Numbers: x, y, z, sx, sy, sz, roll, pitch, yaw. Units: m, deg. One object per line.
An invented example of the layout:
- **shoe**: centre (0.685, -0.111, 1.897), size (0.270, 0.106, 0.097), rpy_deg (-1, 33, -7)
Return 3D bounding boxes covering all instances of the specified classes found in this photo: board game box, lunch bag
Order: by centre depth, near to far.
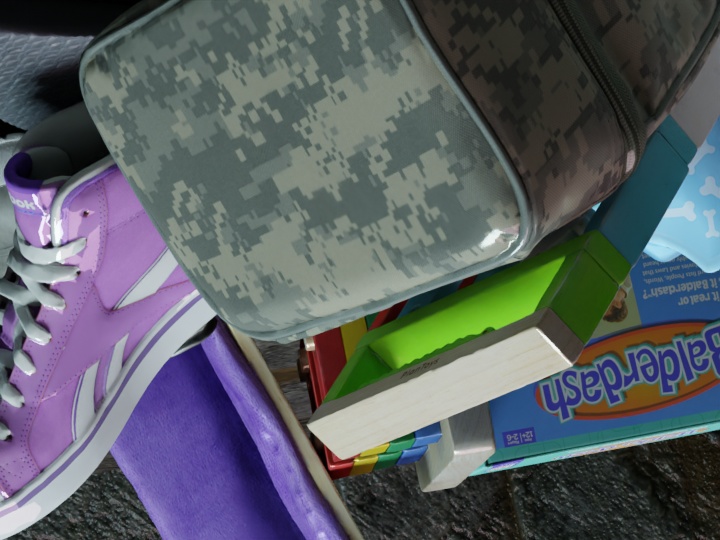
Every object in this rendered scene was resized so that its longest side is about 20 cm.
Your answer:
- **lunch bag**: centre (0.023, -0.079, 0.879), size (0.168, 0.140, 0.200), rpy_deg (-35, -173, -37)
- **board game box**: centre (0.107, -0.014, 1.196), size (0.152, 0.201, 0.045), rpy_deg (-9, 171, -11)

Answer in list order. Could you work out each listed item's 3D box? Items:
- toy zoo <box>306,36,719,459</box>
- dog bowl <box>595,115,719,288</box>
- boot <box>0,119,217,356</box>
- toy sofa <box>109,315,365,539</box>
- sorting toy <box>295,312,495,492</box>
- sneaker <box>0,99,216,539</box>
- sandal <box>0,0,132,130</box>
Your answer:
- **toy zoo**: centre (0.068, -0.024, 0.897), size (0.131, 0.020, 0.200), rpy_deg (-27, -157, 49)
- **dog bowl**: centre (0.099, -0.030, 0.963), size (0.200, 0.050, 0.112), rpy_deg (-34, -161, 36)
- **boot**: centre (-0.088, -0.024, 1.088), size (0.199, 0.131, 0.068), rpy_deg (-10, -148, 24)
- **toy sofa**: centre (-0.067, 0.092, 1.187), size (0.083, 0.200, 0.098), rpy_deg (-29, -175, -6)
- **sorting toy**: centre (0.000, 0.000, 1.149), size (0.069, 0.199, 0.200), rpy_deg (-10, 171, -4)
- **sneaker**: centre (-0.126, 0.009, 0.976), size (0.201, 0.073, 0.114), rpy_deg (-51, 140, -4)
- **sandal**: centre (-0.133, -0.092, 0.936), size (0.076, 0.043, 0.200), rpy_deg (-27, 160, 31)
